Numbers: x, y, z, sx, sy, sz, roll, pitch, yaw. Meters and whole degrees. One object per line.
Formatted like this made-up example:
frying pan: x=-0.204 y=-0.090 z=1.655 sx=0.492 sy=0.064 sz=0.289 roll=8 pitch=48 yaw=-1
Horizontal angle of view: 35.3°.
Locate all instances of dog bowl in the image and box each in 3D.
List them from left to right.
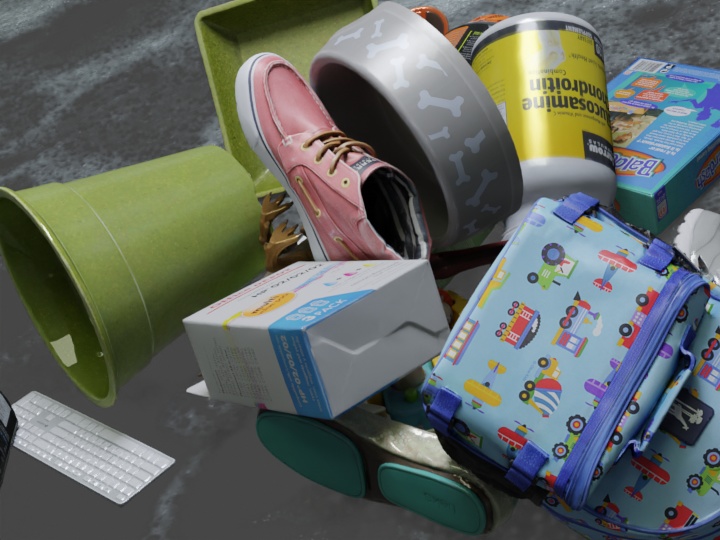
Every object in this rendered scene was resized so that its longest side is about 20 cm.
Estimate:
dog bowl: x=0.035 y=-0.103 z=0.861 sx=0.059 sy=0.200 sz=0.200 roll=-36 pitch=37 yaw=-16

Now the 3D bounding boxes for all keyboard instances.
keyboard: x=-0.232 y=0.140 z=0.916 sx=0.200 sy=0.011 sz=0.056 roll=15 pitch=46 yaw=40

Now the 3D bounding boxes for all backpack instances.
backpack: x=0.158 y=0.074 z=0.658 sx=0.200 sy=0.135 sz=0.183 roll=35 pitch=87 yaw=21

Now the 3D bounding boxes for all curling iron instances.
curling iron: x=0.057 y=-0.002 z=0.879 sx=0.200 sy=0.026 sz=0.050 roll=-7 pitch=16 yaw=31

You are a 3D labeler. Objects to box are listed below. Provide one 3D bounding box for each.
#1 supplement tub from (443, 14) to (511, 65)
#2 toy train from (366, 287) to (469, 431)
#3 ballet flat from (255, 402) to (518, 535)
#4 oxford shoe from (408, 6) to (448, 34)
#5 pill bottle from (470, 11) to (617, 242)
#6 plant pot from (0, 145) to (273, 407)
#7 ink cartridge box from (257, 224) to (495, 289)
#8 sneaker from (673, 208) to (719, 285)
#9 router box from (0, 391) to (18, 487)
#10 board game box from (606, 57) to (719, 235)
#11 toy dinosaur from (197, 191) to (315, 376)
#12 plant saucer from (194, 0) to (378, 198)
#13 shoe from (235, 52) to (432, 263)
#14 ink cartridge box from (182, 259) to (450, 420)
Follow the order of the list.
supplement tub: x=0.105 y=-0.158 z=1.083 sx=0.122 sy=0.123 sz=0.200 roll=1 pitch=37 yaw=27
toy train: x=0.084 y=0.053 z=0.849 sx=0.150 sy=0.056 sz=0.200 roll=7 pitch=41 yaw=34
ballet flat: x=0.020 y=0.127 z=0.776 sx=0.200 sy=0.068 sz=0.062 roll=18 pitch=36 yaw=30
oxford shoe: x=0.009 y=-0.273 z=1.363 sx=0.199 sy=0.072 sz=0.073 roll=-8 pitch=15 yaw=8
pill bottle: x=0.150 y=-0.100 z=0.926 sx=0.112 sy=0.112 sz=0.201 roll=-7 pitch=70 yaw=16
plant pot: x=-0.181 y=-0.017 z=0.963 sx=0.190 sy=0.200 sz=0.200 roll=-29 pitch=34 yaw=-26
ink cartridge box: x=0.000 y=0.000 z=0.977 sx=0.145 sy=0.048 sz=0.200 roll=23 pitch=67 yaw=46
sneaker: x=0.258 y=0.038 z=0.785 sx=0.082 sy=0.075 sz=0.200 roll=-2 pitch=48 yaw=13
router box: x=-0.381 y=0.174 z=0.883 sx=0.199 sy=0.062 sz=0.150 roll=-17 pitch=36 yaw=6
board game box: x=0.259 y=-0.118 z=1.022 sx=0.200 sy=0.045 sz=0.152 roll=-38 pitch=39 yaw=-27
toy dinosaur: x=-0.060 y=0.002 z=0.920 sx=0.200 sy=0.106 sz=0.060 roll=-42 pitch=49 yaw=-20
plant saucer: x=-0.053 y=-0.189 z=1.155 sx=0.199 sy=0.200 sz=0.048 roll=-12 pitch=6 yaw=21
shoe: x=-0.017 y=-0.080 z=0.843 sx=0.071 sy=0.200 sz=0.091 roll=-29 pitch=6 yaw=-37
ink cartridge box: x=-0.045 y=0.044 z=0.810 sx=0.115 sy=0.068 sz=0.200 roll=-27 pitch=15 yaw=-34
